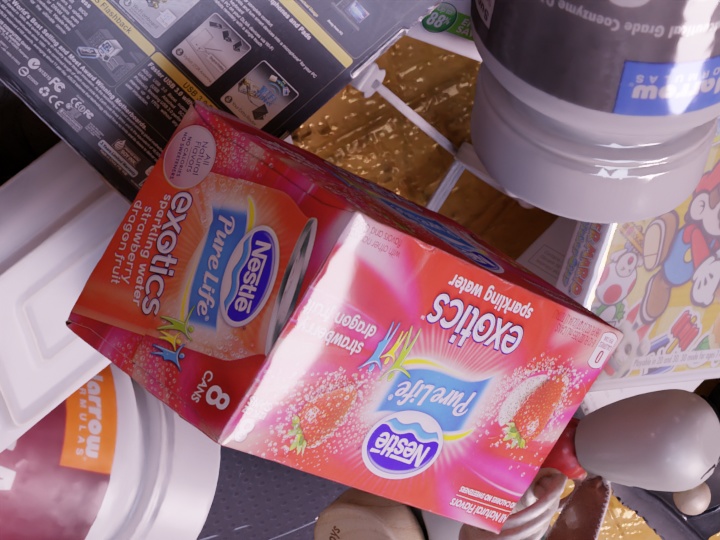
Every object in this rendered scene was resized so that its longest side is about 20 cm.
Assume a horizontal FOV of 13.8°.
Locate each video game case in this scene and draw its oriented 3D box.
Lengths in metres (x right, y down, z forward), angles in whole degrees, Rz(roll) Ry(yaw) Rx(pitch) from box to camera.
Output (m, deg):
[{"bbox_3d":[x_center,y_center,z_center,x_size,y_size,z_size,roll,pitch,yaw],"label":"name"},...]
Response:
[{"bbox_3d":[0.169,-0.035,1.307,0.200,0.023,0.182,-3,117,-46],"label":"video game case"}]

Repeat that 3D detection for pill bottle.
[{"bbox_3d":[-0.167,0.070,1.260,0.200,0.114,0.114,14,124,-35],"label":"pill bottle"},{"bbox_3d":[0.103,-0.123,1.112,0.114,0.114,0.200,-7,133,-19],"label":"pill bottle"}]

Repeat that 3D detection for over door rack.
[{"bbox_3d":[0.000,0.000,1.241,0.148,0.067,0.200,-57,152,1],"label":"over door rack"}]

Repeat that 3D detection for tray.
[{"bbox_3d":[-0.095,-0.011,1.191,0.200,0.022,0.107,-40,135,-27],"label":"tray"}]

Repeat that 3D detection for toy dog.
[{"bbox_3d":[0.074,0.113,1.299,0.132,0.200,0.096,-37,108,-27],"label":"toy dog"}]

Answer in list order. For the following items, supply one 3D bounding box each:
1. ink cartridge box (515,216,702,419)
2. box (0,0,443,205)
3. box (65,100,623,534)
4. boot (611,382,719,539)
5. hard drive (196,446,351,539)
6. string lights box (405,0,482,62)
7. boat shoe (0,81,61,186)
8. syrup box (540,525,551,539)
[{"bbox_3d":[0.152,-0.015,1.362,0.200,0.050,0.109,-45,140,-16],"label":"ink cartridge box"},{"bbox_3d":[-0.082,-0.133,1.098,0.161,0.049,0.200,-41,114,13],"label":"box"},{"bbox_3d":[-0.002,0.022,1.130,0.200,0.095,0.100,24,99,-53],"label":"box"},{"bbox_3d":[0.207,0.046,1.449,0.200,0.066,0.165,-32,145,11],"label":"boot"},{"bbox_3d":[-0.058,0.098,1.391,0.135,0.042,0.200,14,123,-35],"label":"hard drive"},{"bbox_3d":[0.059,-0.185,1.159,0.103,0.059,0.200,16,123,-34],"label":"string lights box"},{"bbox_3d":[-0.127,-0.033,1.215,0.072,0.065,0.200,-28,137,1],"label":"boat shoe"},{"bbox_3d":[0.005,0.182,1.476,0.200,0.081,0.079,-36,138,12],"label":"syrup box"}]
